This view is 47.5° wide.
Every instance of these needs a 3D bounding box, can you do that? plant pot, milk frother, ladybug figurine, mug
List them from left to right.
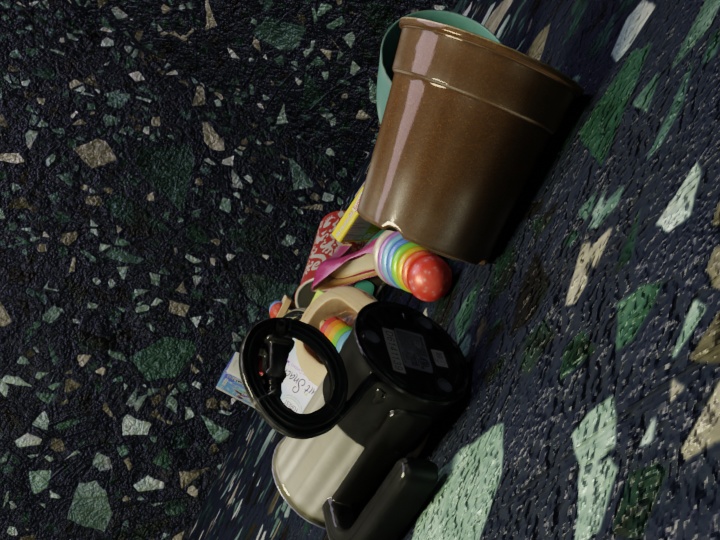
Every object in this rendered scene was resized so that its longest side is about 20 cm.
[{"bbox_3d":[-0.033,0.133,0.722,0.189,0.198,0.182,-58,11,31],"label":"milk frother"},{"bbox_3d":[-0.050,0.006,1.562,0.202,0.131,0.179,-80,13,-45],"label":"mug"},{"bbox_3d":[-0.013,0.097,1.069,0.137,0.072,0.200,-53,33,1],"label":"ladybug figurine"},{"bbox_3d":[0.113,-0.260,1.240,0.162,0.198,0.203,109,-175,-60],"label":"plant pot"},{"bbox_3d":[0.098,-0.124,0.841,0.200,0.197,0.201,-97,27,-79],"label":"plant pot"}]

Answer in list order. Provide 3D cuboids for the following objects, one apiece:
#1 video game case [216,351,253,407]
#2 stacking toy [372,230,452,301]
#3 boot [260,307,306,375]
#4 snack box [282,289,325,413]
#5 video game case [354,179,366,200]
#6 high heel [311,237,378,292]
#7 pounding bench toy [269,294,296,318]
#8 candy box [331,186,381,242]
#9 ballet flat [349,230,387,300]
[{"bbox_3d":[-0.172,0.227,1.515,0.046,0.179,0.200,-65,7,-20],"label":"video game case"},{"bbox_3d":[0.072,-0.005,1.027,0.086,0.084,0.200,-61,13,3],"label":"stacking toy"},{"bbox_3d":[-0.135,0.127,1.416,0.152,0.075,0.202,-21,15,-31],"label":"boot"},{"bbox_3d":[-0.054,0.146,1.189,0.141,0.053,0.202,26,88,50],"label":"snack box"},{"bbox_3d":[0.025,-0.099,1.655,0.200,0.022,0.186,134,136,-69],"label":"video game case"},{"bbox_3d":[0.000,0.000,1.320,0.198,0.068,0.096,7,52,47],"label":"high heel"},{"bbox_3d":[-0.144,0.169,1.648,0.202,0.154,0.124,-63,7,-3],"label":"pounding bench toy"},{"bbox_3d":[0.036,-0.096,1.412,0.199,0.026,0.103,-6,-47,-58],"label":"candy box"},{"bbox_3d":[0.015,0.019,1.406,0.202,0.071,0.072,-64,7,-22],"label":"ballet flat"}]
